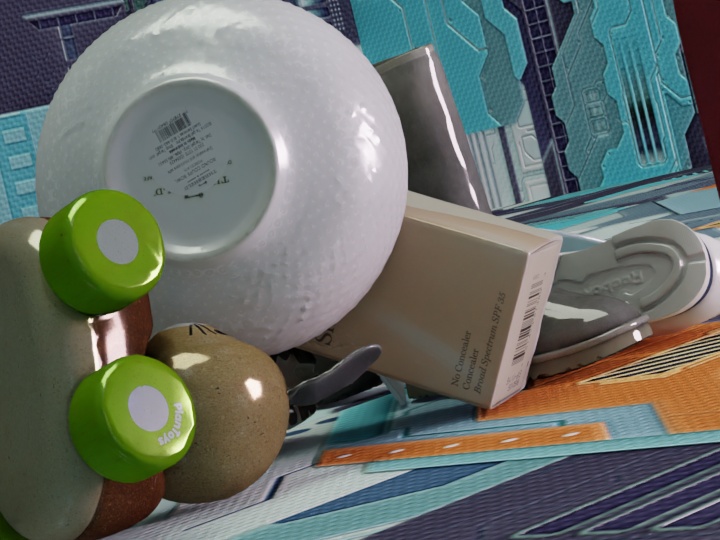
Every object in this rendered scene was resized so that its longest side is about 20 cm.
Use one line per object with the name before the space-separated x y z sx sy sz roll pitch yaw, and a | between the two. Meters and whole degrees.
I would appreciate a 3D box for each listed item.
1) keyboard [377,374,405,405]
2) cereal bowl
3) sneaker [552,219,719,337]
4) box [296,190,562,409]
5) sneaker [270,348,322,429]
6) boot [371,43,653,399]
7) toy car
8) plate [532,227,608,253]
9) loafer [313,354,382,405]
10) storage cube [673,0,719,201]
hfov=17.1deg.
keyboard | 0.009 0.045 1.494 0.011 0.056 0.200 -31 6 4
cereal bowl | -0.079 -0.049 1.248 0.199 0.201 0.083 -13 -2 11
sneaker | 0.139 0.021 1.443 0.199 0.077 0.080 -9 -10 36
box | 0.000 0.000 1.321 0.199 0.095 0.078 16 12 16
sneaker | -0.108 0.090 1.319 0.200 0.077 0.085 -10 -19 -43
boot | 0.065 -0.034 1.380 0.181 0.201 0.072 -12 2 33
toy car | -0.092 0.052 1.181 0.199 0.158 0.164 1 -20 -38
plate | 0.094 0.013 1.552 0.199 0.026 0.200 3 -18 1
loafer | -0.067 0.056 1.573 0.200 0.072 0.073 -11 4 38
storage cube | 0.219 -0.022 0.674 0.171 0.180 0.200 -11 5 44
